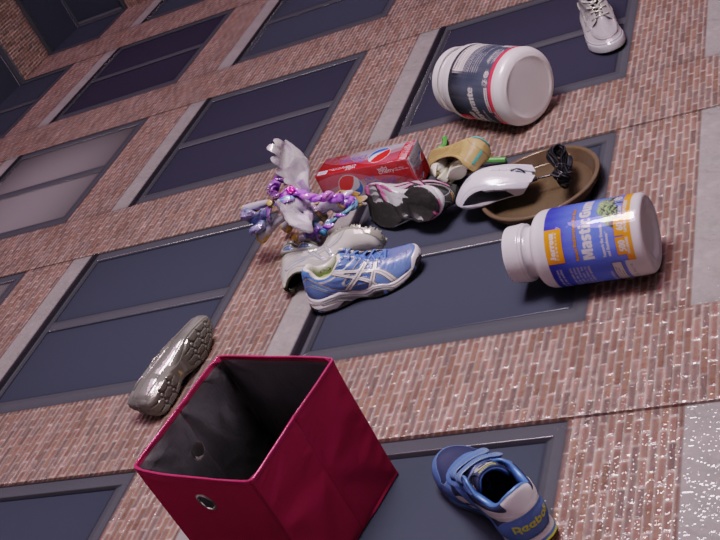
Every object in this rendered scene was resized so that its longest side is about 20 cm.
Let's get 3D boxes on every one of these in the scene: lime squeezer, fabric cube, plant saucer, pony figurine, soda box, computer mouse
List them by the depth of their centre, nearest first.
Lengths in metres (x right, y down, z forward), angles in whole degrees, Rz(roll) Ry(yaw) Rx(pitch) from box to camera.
[{"bbox_3d":[-0.110,0.240,1.314,0.196,0.199,0.200,-1,39,37],"label":"fabric cube"},{"bbox_3d":[0.238,-0.147,1.727,0.200,0.044,0.110,-15,33,21],"label":"computer mouse"},{"bbox_3d":[0.288,-0.132,1.734,0.200,0.029,0.200,-21,31,13],"label":"plant saucer"},{"bbox_3d":[-0.112,-0.114,1.880,0.200,0.193,0.167,-24,59,37],"label":"pony figurine"},{"bbox_3d":[0.177,-0.204,1.944,0.071,0.038,0.200,-6,19,-27],"label":"lime squeezer"},{"bbox_3d":[0.022,-0.176,1.980,0.200,0.070,0.063,-8,35,32],"label":"soda box"}]

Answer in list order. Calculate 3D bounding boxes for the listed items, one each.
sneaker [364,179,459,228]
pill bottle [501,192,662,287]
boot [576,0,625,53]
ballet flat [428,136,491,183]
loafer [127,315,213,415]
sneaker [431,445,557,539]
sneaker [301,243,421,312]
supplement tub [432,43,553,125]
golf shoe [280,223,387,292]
[{"bbox_3d":[0.091,-0.117,1.850,0.086,0.080,0.200,-19,19,-35],"label":"sneaker"},{"bbox_3d":[0.300,-0.036,1.490,0.200,0.112,0.112,-10,34,29],"label":"pill bottle"},{"bbox_3d":[0.449,-0.493,2.091,0.073,0.096,0.200,-23,30,9],"label":"boot"},{"bbox_3d":[0.153,-0.178,1.840,0.063,0.069,0.200,-61,11,-15],"label":"ballet flat"},{"bbox_3d":[-0.305,0.147,1.751,0.070,0.070,0.200,4,42,30],"label":"loafer"},{"bbox_3d":[0.142,0.237,1.229,0.074,0.082,0.200,-39,29,-16],"label":"sneaker"},{"bbox_3d":[0.000,0.000,1.719,0.200,0.077,0.076,-22,28,7],"label":"sneaker"},{"bbox_3d":[0.239,-0.342,1.987,0.140,0.140,0.200,-40,31,-21],"label":"supplement tub"},{"bbox_3d":[-0.046,-0.012,1.802,0.200,0.078,0.097,-16,48,30],"label":"golf shoe"}]
